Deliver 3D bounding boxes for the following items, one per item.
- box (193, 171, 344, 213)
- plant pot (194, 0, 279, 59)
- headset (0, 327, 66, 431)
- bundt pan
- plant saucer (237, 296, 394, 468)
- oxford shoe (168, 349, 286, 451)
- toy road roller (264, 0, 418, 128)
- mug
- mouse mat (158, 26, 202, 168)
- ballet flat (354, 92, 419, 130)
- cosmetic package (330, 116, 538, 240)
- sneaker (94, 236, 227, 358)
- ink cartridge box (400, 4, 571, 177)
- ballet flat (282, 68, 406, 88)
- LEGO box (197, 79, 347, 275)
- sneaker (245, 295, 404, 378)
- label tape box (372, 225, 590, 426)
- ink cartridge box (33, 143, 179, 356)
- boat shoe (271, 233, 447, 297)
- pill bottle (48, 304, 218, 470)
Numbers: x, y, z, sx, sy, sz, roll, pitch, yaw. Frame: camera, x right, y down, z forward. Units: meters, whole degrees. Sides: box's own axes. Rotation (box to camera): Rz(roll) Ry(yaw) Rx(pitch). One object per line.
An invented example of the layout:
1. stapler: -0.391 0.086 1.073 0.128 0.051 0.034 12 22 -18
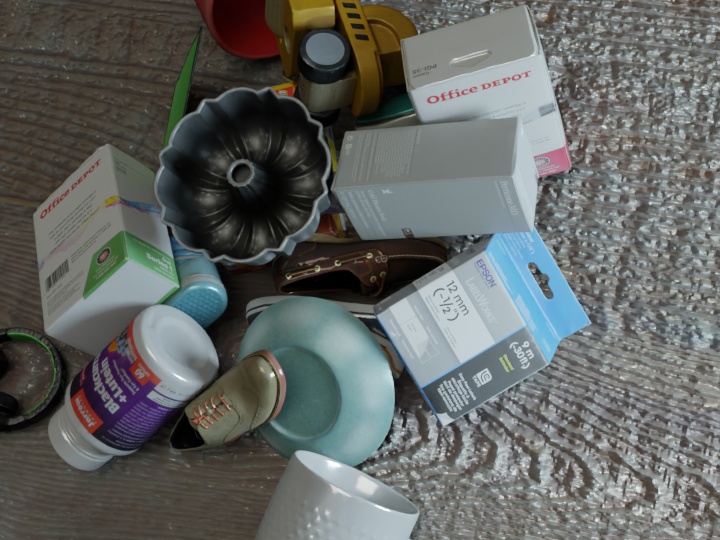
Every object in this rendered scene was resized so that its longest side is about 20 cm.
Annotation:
1. box: -0.115 -0.086 1.419 0.199 0.039 0.042 0 75 15
2. plant pot: -0.138 -0.392 1.536 0.200 0.200 0.177 -38 58 1
3. headset: -0.457 0.137 1.495 0.200 0.094 0.124 -18 68 -3
4. bundt pan: -0.118 -0.093 1.359 0.201 0.076 0.202 -5 72 14
5. plant saucer: -0.060 0.130 1.368 0.201 0.039 0.202 6 104 26
6. oxford shoe: -0.145 0.152 1.356 0.075 0.200 0.071 -22 72 -40
7. toy road roller: -0.019 -0.270 1.429 0.146 0.123 0.200 -13 65 -13
8. mug: -0.018 0.310 1.306 0.200 0.148 0.176 25 91 -9
9. mouse mat: -0.219 -0.185 1.492 0.008 0.200 0.161 12 75 -13
10. ballet flat: 0.093 -0.189 1.468 0.200 0.069 0.070 -25 68 7
11. cosmetic package: 0.084 -0.096 1.335 0.199 0.107 0.090 -1 57 23
12. sneaker: -0.239 0.037 1.487 0.200 0.080 0.131 -34 41 21
13. ink cartridge box: 0.141 -0.181 1.370 0.146 0.200 0.083 -14 54 10
14. ballet flat: -0.004 -0.237 1.520 0.199 0.057 0.067 4 59 23
15. LEGO box: -0.105 -0.110 1.487 0.149 0.077 0.201 -13 70 11
16. sneaker: -0.040 0.078 1.409 0.199 0.078 0.080 4 68 15
17. label tape box: 0.134 0.053 1.344 0.200 0.066 0.143 -31 97 3
18. ink cartridge box: -0.301 -0.026 1.458 0.145 0.084 0.200 -39 44 21
19. boat shoe: 0.000 0.000 1.406 0.199 0.070 0.070 -2 51 -1
20. pill bottle: -0.262 0.138 1.409 0.200 0.111 0.112 -42 65 25
